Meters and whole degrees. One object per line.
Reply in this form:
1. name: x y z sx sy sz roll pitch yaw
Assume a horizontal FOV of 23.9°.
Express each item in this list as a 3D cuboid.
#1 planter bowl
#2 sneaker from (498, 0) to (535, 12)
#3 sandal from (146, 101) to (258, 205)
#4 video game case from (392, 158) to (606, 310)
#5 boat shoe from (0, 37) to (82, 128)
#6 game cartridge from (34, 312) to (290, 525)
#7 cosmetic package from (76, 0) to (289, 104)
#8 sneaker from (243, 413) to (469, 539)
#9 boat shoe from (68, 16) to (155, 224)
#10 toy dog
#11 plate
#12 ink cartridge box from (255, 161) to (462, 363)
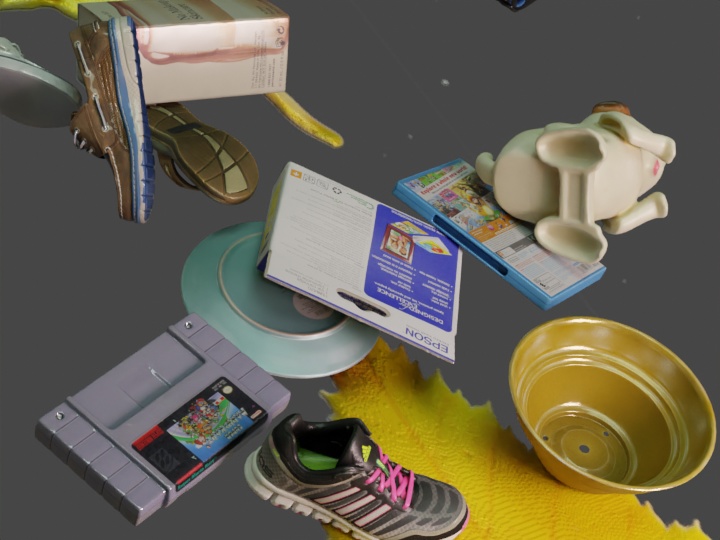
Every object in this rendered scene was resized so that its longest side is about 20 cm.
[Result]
1. planter bowl: 0.218 0.144 1.571 0.200 0.084 0.201 11 44 -11
2. sneaker: 0.141 -0.359 2.039 0.199 0.073 0.112 -10 50 -30
3. sandal: -0.172 -0.113 1.705 0.080 0.054 0.200 -17 40 -39
4. video game case: 0.143 -0.040 1.742 0.200 0.018 0.143 39 29 17
5. boat shoe: -0.366 -0.205 1.700 0.199 0.074 0.065 21 48 -2
6. game cartridge: -0.167 0.125 1.484 0.129 0.038 0.200 35 45 20
7. cosmetic package: -0.184 -0.230 1.763 0.199 0.088 0.103 -9 28 -28
8. sneaker: 0.003 0.176 1.456 0.199 0.088 0.074 18 44 -3
9. boat shoe: -0.242 -0.142 1.649 0.072 0.072 0.201 -7 86 0
10. toy dog: 0.239 -0.101 1.784 0.193 0.140 0.200 2 17 40
11. plate: -0.072 0.019 1.627 0.199 0.026 0.201 11 44 -11
12. ink cartridge box: 0.000 0.000 1.623 0.197 0.047 0.200 25 36 -11
